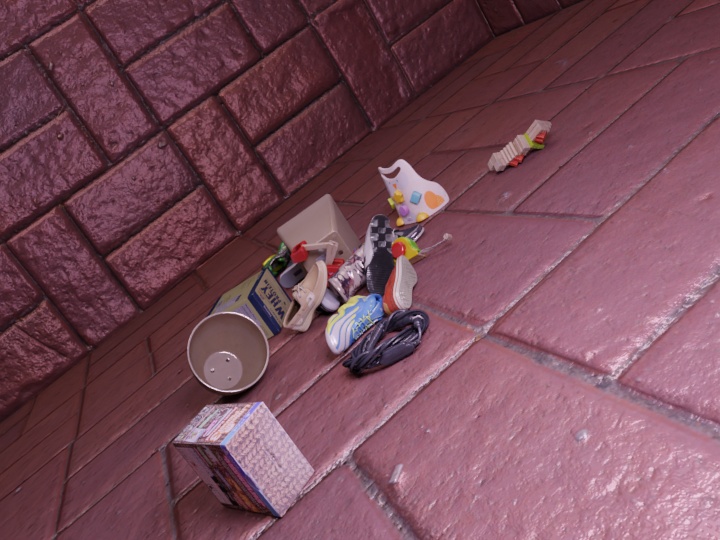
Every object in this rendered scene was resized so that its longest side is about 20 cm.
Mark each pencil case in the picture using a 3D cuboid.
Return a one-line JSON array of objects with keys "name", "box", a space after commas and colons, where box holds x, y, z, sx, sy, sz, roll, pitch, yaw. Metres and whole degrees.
[{"name": "pencil case", "box": [0.000, 0.000, 1.707, 0.200, 0.089, 0.078, -45, -8, -18]}]

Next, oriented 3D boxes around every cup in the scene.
[{"name": "cup", "box": [-0.335, 0.225, 1.629, 0.200, 0.200, 0.144, -46, -6, -32]}]

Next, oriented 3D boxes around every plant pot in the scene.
[{"name": "plant pot", "box": [-0.107, -0.063, 1.932, 0.197, 0.202, 0.178, -33, 29, 3]}]

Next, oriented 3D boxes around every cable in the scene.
[{"name": "cable", "box": [0.045, 0.138, 1.319, 0.197, 0.051, 0.164, -31, 18, 17]}]

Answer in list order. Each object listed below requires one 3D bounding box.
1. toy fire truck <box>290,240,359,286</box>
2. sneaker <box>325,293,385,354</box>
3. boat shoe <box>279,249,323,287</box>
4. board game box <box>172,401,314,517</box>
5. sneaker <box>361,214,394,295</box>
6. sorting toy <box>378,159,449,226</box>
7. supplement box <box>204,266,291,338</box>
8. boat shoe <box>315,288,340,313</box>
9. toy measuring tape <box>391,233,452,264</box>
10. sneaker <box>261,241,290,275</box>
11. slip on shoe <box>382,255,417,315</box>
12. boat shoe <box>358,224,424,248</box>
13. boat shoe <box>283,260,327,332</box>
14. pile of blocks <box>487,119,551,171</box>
[{"name": "toy fire truck", "box": [-0.077, -0.032, 1.795, 0.196, 0.143, 0.049, -18, 29, 18]}, {"name": "sneaker", "box": [-0.006, 0.106, 1.460, 0.103, 0.077, 0.201, -24, 20, 30]}, {"name": "boat shoe", "box": [-0.180, -0.026, 2.137, 0.198, 0.071, 0.092, -30, 21, 23]}, {"name": "board game box", "box": [-0.204, 0.321, 1.129, 0.198, 0.161, 0.097, -14, 26, 48]}, {"name": "sneaker", "box": [0.041, -0.028, 1.635, 0.088, 0.072, 0.206, 138, 138, -68]}, {"name": "sorting toy", "box": [0.129, -0.237, 1.923, 0.107, 0.182, 0.198, -43, 18, -29]}, {"name": "supplement box", "box": [-0.330, 0.127, 1.918, 0.197, 0.136, 0.201, -30, 18, 16]}, {"name": "boat shoe", "box": [-0.108, 0.081, 1.753, 0.072, 0.071, 0.200, -59, 21, 4]}, {"name": "toy measuring tape", "box": [0.136, -0.064, 1.626, 0.198, 0.074, 0.074, -30, 16, 33]}, {"name": "sneaker", "box": [-0.271, -0.050, 2.399, 0.201, 0.078, 0.085, -49, 27, -13]}, {"name": "slip on shoe", "box": [0.087, 0.031, 1.495, 0.060, 0.074, 0.202, -29, 23, 26]}, {"name": "boat shoe", "box": [0.082, -0.082, 1.805, 0.197, 0.063, 0.073, -29, 18, 21]}, {"name": "boat shoe", "box": [-0.141, 0.066, 1.672, 0.072, 0.064, 0.203, 53, 126, 50]}, {"name": "pile of blocks", "box": [0.442, -0.323, 1.787, 0.199, 0.081, 0.063, -37, 57, 27]}]
